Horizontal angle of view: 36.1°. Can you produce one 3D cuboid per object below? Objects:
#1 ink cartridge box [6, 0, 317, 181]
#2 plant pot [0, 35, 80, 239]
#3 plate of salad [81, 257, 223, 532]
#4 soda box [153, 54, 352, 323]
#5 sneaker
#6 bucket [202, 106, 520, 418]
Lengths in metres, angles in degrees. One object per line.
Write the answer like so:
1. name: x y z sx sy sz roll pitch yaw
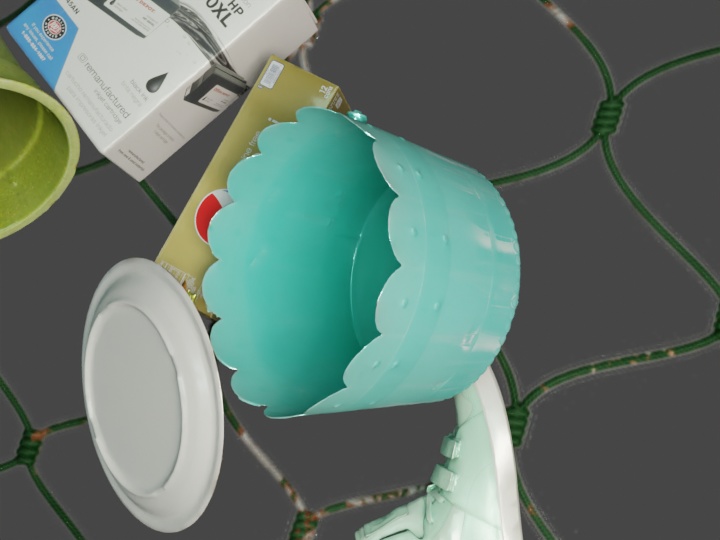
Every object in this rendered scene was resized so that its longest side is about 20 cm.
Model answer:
1. ink cartridge box: -0.157 -0.197 0.890 0.200 0.084 0.145 -40 75 0
2. plant pot: -0.347 -0.147 0.878 0.199 0.200 0.191 -29 63 4
3. plate of salad: -0.150 0.090 0.814 0.199 0.048 0.202 9 103 47
4. soda box: -0.084 -0.059 0.857 0.064 0.068 0.201 28 85 14
5. sneaker: 0.051 0.153 0.783 0.117 0.074 0.202 -6 80 3
6. bucket: 0.000 0.000 0.756 0.206 0.134 0.209 -11 76 47
